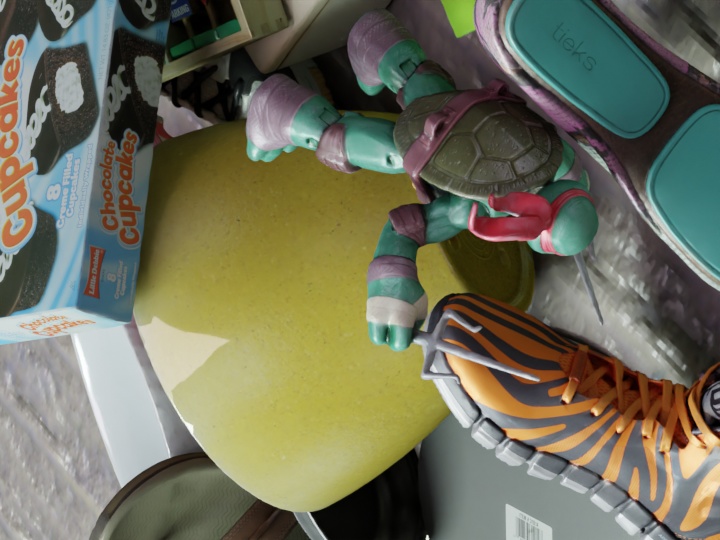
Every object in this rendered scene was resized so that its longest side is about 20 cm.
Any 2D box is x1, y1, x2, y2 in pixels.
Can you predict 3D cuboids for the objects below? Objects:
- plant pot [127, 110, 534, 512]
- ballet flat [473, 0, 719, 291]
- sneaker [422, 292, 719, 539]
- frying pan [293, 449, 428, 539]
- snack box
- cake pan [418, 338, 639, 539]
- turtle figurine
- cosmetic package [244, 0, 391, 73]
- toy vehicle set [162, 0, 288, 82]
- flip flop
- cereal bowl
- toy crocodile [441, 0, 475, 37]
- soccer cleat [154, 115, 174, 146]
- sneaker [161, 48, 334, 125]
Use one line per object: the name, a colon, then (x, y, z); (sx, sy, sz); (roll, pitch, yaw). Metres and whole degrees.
plant pot: (0.000, 0.000, 1.375); (0.141, 0.200, 0.201); (-25, 89, 27)
ballet flat: (0.127, -0.063, 1.234); (0.200, 0.069, 0.071); (41, -179, -14)
sneaker: (0.130, 0.057, 1.280); (0.200, 0.078, 0.112); (34, 137, -16)
frying pan: (-0.027, 0.077, 1.454); (0.031, 0.115, 0.190); (-26, 107, 32)
snack box: (-0.147, -0.068, 1.365); (0.116, 0.037, 0.201); (-10, 69, 47)
cake pan: (0.099, 0.130, 1.423); (0.200, 0.037, 0.201); (29, 130, 41)
turtle figurine: (0.047, -0.039, 1.246); (0.200, 0.149, 0.101); (39, 133, 34)
cosmetic package: (-0.008, -0.194, 1.353); (0.104, 0.073, 0.200); (58, 144, 13)
toy vehicle set: (-0.125, -0.153, 1.425); (0.200, 0.026, 0.125); (-18, 92, 49)
flip flop: (-0.048, 0.146, 1.486); (0.058, 0.199, 0.082); (-129, 50, -57)
cereal bowl: (-0.098, 0.067, 1.580); (0.200, 0.083, 0.201); (160, 90, -74)
toy crocodile: (0.094, -0.150, 1.264); (0.200, 0.062, 0.068); (-28, 86, 59)
soccer cleat: (-0.099, -0.025, 1.471); (0.067, 0.199, 0.077); (-17, 54, 48)
sneaker: (-0.097, -0.110, 1.501); (0.200, 0.087, 0.076); (43, 136, 27)
